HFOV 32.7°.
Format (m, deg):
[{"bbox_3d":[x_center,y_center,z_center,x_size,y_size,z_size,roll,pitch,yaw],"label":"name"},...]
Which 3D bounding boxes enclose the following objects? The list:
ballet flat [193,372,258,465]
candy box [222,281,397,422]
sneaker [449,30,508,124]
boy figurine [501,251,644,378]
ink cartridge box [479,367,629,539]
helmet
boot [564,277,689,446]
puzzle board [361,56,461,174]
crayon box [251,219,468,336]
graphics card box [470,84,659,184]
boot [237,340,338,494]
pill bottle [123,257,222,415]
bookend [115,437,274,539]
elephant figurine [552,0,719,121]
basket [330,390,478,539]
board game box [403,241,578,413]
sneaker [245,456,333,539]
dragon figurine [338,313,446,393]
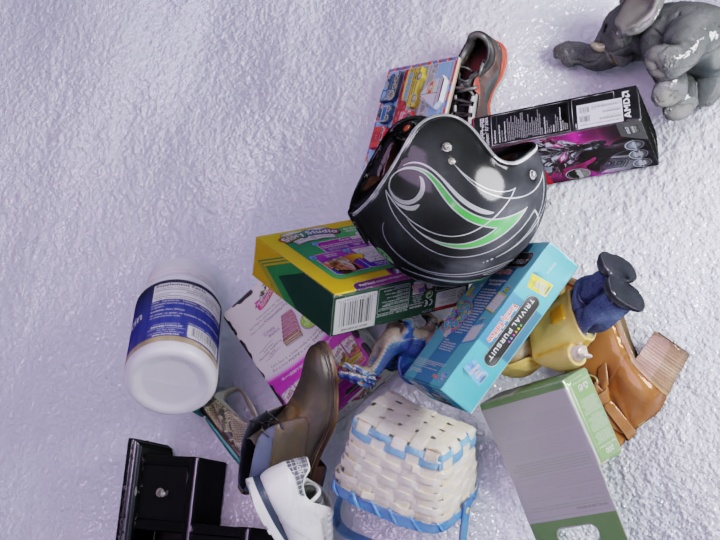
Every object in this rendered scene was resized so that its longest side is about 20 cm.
[{"bbox_3d":[-0.189,0.174,1.602,0.200,0.068,0.075,38,72,22],"label":"ballet flat"},{"bbox_3d":[-0.066,0.092,1.565,0.136,0.061,0.200,-41,66,10],"label":"candy box"},{"bbox_3d":[0.130,-0.209,1.547,0.077,0.082,0.200,6,79,24],"label":"sneaker"},{"bbox_3d":[0.222,0.056,1.371,0.200,0.064,0.125,-38,44,38],"label":"boy figurine"},{"bbox_3d":[0.229,0.221,1.378,0.145,0.048,0.200,-25,88,51],"label":"ink cartridge box"},{"bbox_3d":[0.105,-0.079,1.363,0.191,0.200,0.200,32,90,-12],"label":"helmet"},{"bbox_3d":[0.261,0.107,1.424,0.200,0.077,0.155,37,97,20],"label":"boot"},{"bbox_3d":[0.055,-0.171,1.564,0.151,0.017,0.200,2,75,57],"label":"puzzle board"},{"bbox_3d":[0.000,0.000,1.464,0.172,0.200,0.058,34,127,46],"label":"crayon box"},{"bbox_3d":[0.244,-0.153,1.460,0.200,0.125,0.051,-10,65,20],"label":"graphics card box"},{"bbox_3d":[-0.086,0.181,1.454,0.075,0.097,0.200,23,108,61],"label":"boot"},{"bbox_3d":[-0.235,0.079,1.569,0.116,0.116,0.200,-25,33,15],"label":"pill bottle"},{"bbox_3d":[-0.197,0.320,1.544,0.200,0.092,0.199,1,77,22],"label":"bookend"},{"bbox_3d":[0.344,-0.283,1.460,0.155,0.142,0.200,-23,48,-14],"label":"elephant figurine"},{"bbox_3d":[0.055,0.258,1.439,0.176,0.139,0.200,22,114,24],"label":"basket"},{"bbox_3d":[0.143,0.060,1.380,0.047,0.151,0.200,39,82,-11],"label":"board game box"},{"bbox_3d":[-0.062,0.304,1.449,0.080,0.200,0.076,-29,37,-6],"label":"sneaker"},{"bbox_3d":[0.064,0.100,1.474,0.059,0.200,0.100,26,108,54],"label":"dragon figurine"}]
